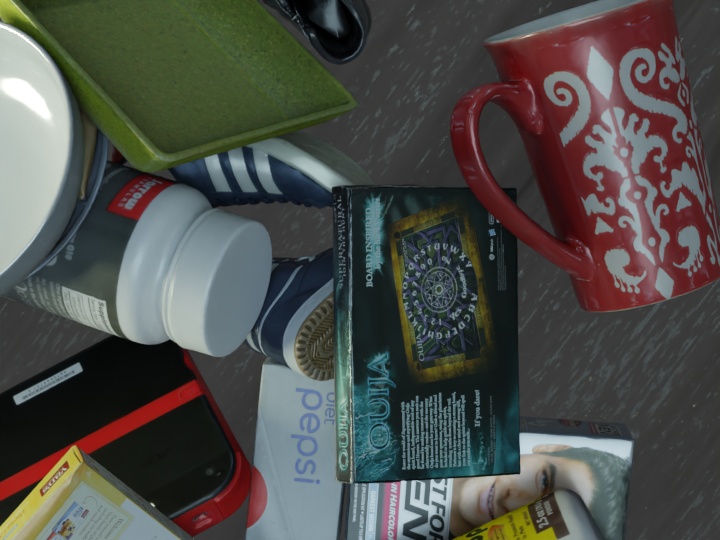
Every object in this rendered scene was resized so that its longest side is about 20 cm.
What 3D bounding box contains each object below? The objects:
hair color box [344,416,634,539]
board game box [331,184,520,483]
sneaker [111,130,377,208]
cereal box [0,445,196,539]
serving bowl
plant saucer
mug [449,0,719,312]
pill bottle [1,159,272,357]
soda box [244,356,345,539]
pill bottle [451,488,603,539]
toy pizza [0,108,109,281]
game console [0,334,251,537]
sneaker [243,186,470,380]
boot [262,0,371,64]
[{"bbox_3d":[0.091,0.156,1.452,0.200,0.061,0.099,4,96,1],"label":"hair color box"},{"bbox_3d":[0.045,0.042,1.377,0.135,0.028,0.200,0,89,-27],"label":"board game box"},{"bbox_3d":[-0.084,-0.067,1.434,0.200,0.075,0.085,25,103,5],"label":"sneaker"},{"bbox_3d":[-0.161,0.231,1.342,0.200,0.040,0.144,43,90,-22],"label":"cereal box"},{"bbox_3d":[-0.259,-0.060,1.293,0.200,0.066,0.201,-7,70,19],"label":"serving bowl"},{"bbox_3d":[-0.134,-0.142,1.355,0.200,0.200,0.048,46,127,19],"label":"plant saucer"},{"bbox_3d":[0.156,-0.076,1.394,0.177,0.133,0.200,-18,100,0],"label":"mug"},{"bbox_3d":[-0.169,-0.016,1.388,0.200,0.114,0.114,17,97,21],"label":"pill bottle"},{"bbox_3d":[-0.045,0.162,1.455,0.068,0.063,0.200,7,97,2],"label":"soda box"},{"bbox_3d":[0.079,0.236,1.377,0.200,0.109,0.109,-26,95,4],"label":"pill bottle"},{"bbox_3d":[-0.263,-0.077,1.355,0.200,0.032,0.201,-6,70,18],"label":"toy pizza"},{"bbox_3d":[-0.191,0.136,1.414,0.200,0.031,0.177,-27,51,-7],"label":"game console"},{"bbox_3d":[0.000,0.000,1.437,0.200,0.108,0.070,-38,116,-26],"label":"sneaker"},{"bbox_3d":[-0.064,-0.226,1.381,0.200,0.132,0.070,42,97,-3],"label":"boot"}]
